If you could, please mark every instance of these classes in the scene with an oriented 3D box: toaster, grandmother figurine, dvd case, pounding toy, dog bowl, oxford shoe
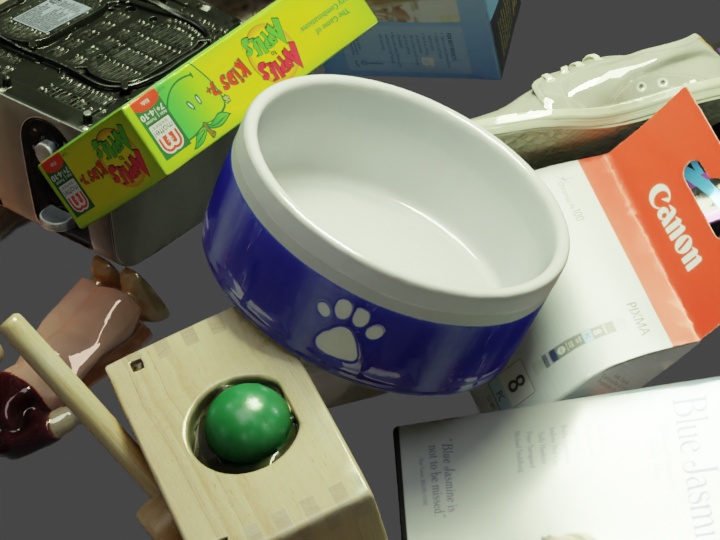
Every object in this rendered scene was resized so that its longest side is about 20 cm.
[{"bbox_3d":[-0.169,-0.111,1.519,0.181,0.119,0.200,25,43,29],"label":"toaster"},{"bbox_3d":[-0.207,0.080,1.448,0.200,0.061,0.121,-46,29,-20],"label":"grandmother figurine"},{"bbox_3d":[0.121,0.132,1.276,0.200,0.018,0.143,-9,50,6],"label":"dvd case"},{"bbox_3d":[-0.082,0.117,1.294,0.142,0.200,0.184,-25,51,-7],"label":"pounding toy"},{"bbox_3d":[0.014,-0.022,1.323,0.200,0.079,0.200,19,33,-13],"label":"dog bowl"},{"bbox_3d":[0.138,-0.103,1.455,0.200,0.075,0.058,-15,72,-7],"label":"oxford shoe"}]

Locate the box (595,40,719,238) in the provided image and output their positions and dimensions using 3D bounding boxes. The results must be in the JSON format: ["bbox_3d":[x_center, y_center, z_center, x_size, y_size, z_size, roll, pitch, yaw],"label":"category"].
[{"bbox_3d":[0.195,-0.069,1.488,0.200,0.036,0.143,-20,51,-4],"label":"box"}]

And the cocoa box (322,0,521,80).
[{"bbox_3d":[0.031,-0.240,1.552,0.133,0.200,0.131,3,53,16],"label":"cocoa box"}]

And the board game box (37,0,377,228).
[{"bbox_3d":[-0.089,-0.106,1.385,0.200,0.048,0.102,-40,8,-39],"label":"board game box"}]

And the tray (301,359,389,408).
[{"bbox_3d":[0.000,0.000,1.453,0.107,0.022,0.200,-18,42,40],"label":"tray"}]

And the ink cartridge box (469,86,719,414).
[{"bbox_3d":[0.138,-0.004,1.384,0.200,0.047,0.160,-40,48,20],"label":"ink cartridge box"}]
